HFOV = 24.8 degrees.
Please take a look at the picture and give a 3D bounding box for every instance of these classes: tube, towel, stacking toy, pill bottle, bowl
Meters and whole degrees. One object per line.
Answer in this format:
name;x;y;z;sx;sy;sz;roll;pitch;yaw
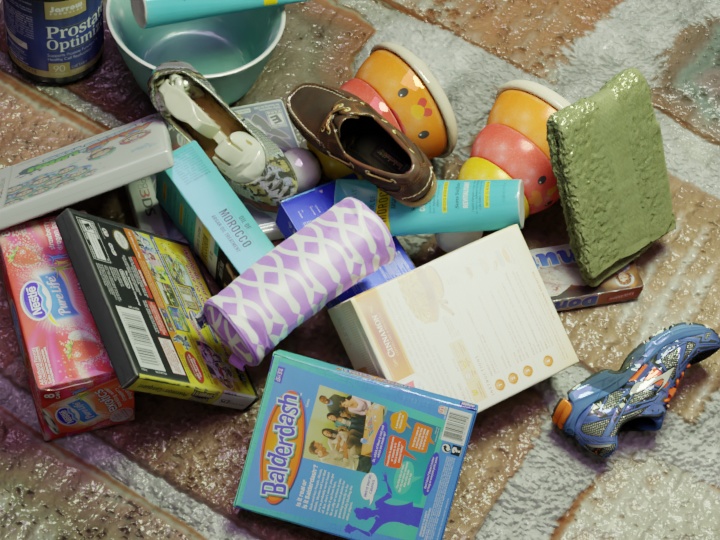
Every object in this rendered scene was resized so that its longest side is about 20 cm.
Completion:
tube;-0.151;-0.307;1.792;0.199;0.050;0.078;-15;64;-24
towel;0.262;-0.097;1.709;0.148;0.201;0.036;-32;28;-30
stacking toy;0.154;-0.092;1.759;0.146;0.146;0.200;37;74;19
tube;0.069;-0.065;1.689;0.199;0.050;0.078;-2;52;12
pill bottle;-0.342;-0.312;1.811;0.111;0.200;0.112;3;53;-4
stacking toy;-0.007;-0.141;1.776;0.200;0.146;0.146;-36;64;-16
bowl;-0.186;-0.257;1.849;0.200;0.105;0.201;3;54;-4

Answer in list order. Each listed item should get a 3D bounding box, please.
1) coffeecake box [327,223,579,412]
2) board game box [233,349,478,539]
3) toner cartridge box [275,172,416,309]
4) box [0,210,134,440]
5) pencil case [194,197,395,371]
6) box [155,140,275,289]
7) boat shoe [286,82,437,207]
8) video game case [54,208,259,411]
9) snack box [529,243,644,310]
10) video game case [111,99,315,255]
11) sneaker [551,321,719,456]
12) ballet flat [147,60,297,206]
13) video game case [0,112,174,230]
coffeecake box;0.092;0.065;1.623;0.200;0.073;0.154;-24;89;-23
board game box;-0.004;0.174;1.535;0.199;0.045;0.153;16;93;4
toner cartridge box;0.000;0.000;1.703;0.095;0.043;0.200;-21;66;-23
box;-0.290;0.052;1.609;0.095;0.100;0.200;-12;56;-15
pencil case;-0.057;0.014;1.582;0.200;0.086;0.084;-37;44;-17
box;-0.137;-0.031;1.680;0.049;0.082;0.200;-30;71;-20
boat shoe;-0.004;-0.141;1.681;0.200;0.070;0.070;34;87;28
video game case;-0.198;0.040;1.597;0.181;0.025;0.200;17;39;-53
snack box;0.197;0.010;1.743;0.199;0.024;0.072;-9;53;-12
video game case;-0.157;-0.101;1.787;0.199;0.023;0.183;-11;56;-15
sneaker;0.288;0.123;1.650;0.200;0.075;0.079;-31;71;-17
ballet flat;-0.150;-0.140;1.709;0.200;0.072;0.072;45;59;4
video game case;-0.290;-0.103;1.681;0.199;0.024;0.182;-20;19;-2
